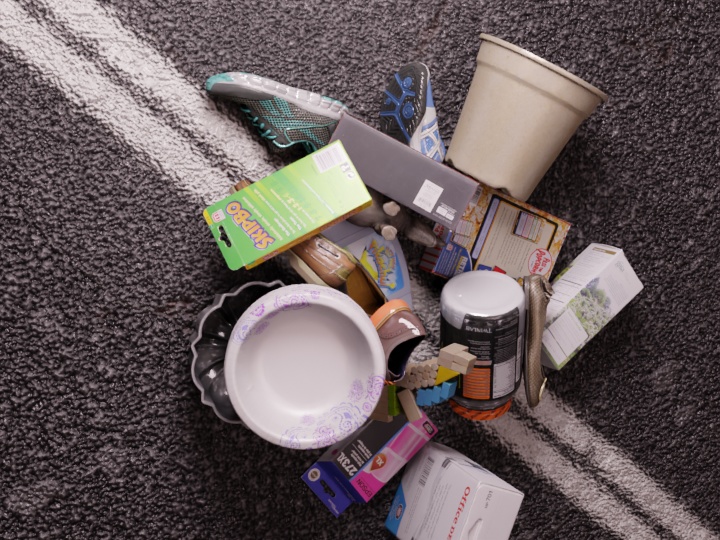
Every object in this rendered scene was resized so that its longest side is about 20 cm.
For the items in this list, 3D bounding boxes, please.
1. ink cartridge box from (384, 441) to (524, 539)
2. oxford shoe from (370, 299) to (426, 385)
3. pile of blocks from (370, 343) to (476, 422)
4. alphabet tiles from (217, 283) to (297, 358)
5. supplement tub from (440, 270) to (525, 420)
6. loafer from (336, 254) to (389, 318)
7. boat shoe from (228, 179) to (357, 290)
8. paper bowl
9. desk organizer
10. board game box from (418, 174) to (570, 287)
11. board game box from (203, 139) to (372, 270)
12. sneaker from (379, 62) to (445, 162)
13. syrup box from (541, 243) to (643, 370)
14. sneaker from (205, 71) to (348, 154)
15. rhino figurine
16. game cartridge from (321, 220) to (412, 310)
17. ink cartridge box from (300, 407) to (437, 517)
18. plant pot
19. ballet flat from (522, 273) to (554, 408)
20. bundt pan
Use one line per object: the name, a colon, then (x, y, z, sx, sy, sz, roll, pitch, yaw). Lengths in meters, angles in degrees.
ink cartridge box: (0.131, 0.349, 1.548, 0.086, 0.200, 0.147, 20, 91, -27)
oxford shoe: (0.011, 0.135, 1.426, 0.071, 0.073, 0.200, 14, 117, -50)
pile of blocks: (0.090, 0.162, 1.509, 0.062, 0.200, 0.082, -16, 83, -56)
alphabet tiles: (-0.106, 0.128, 1.504, 0.166, 0.006, 0.201, -22, 108, -21)
supplement tub: (0.176, 0.112, 1.551, 0.122, 0.123, 0.201, -17, 127, -22)
loafer: (0.009, 0.057, 1.466, 0.073, 0.072, 0.200, -45, 116, -16)
boat shoe: (-0.086, -0.056, 1.405, 0.068, 0.072, 0.200, -45, 82, 7)
paper bowl: (-0.071, 0.116, 1.353, 0.200, 0.104, 0.201, -1, 101, -4)
desk organizer: (0.054, -0.133, 1.427, 0.200, 0.077, 0.072, 28, 100, 1)
board game box: (0.203, -0.037, 1.597, 0.200, 0.046, 0.152, 22, 90, -27)
board game box: (-0.094, -0.080, 1.362, 0.199, 0.030, 0.096, -27, 72, -5)
sneaker: (0.077, -0.192, 1.506, 0.077, 0.076, 0.201, -7, 104, -46)
syrup box: (0.335, 0.054, 1.658, 0.200, 0.081, 0.079, -42, 113, -13)
sneaker: (-0.112, -0.202, 1.406, 0.199, 0.078, 0.092, 14, 97, -25)
rhino figurine: (0.031, -0.076, 1.447, 0.199, 0.087, 0.060, 23, 100, -14)
game cartridge: (0.000, 0.000, 1.513, 0.133, 0.040, 0.201, -28, 110, -25)
ink cartridge box: (0.015, 0.269, 1.573, 0.200, 0.037, 0.095, -42, 114, -11)
plant pot: (0.217, -0.206, 1.507, 0.200, 0.200, 0.184, 22, 100, -27)
ballet flat: (0.260, 0.104, 1.560, 0.046, 0.067, 0.201, -1, 98, 3)
bundt pan: (-0.142, 0.105, 1.436, 0.201, 0.076, 0.203, -5, 101, -24)
